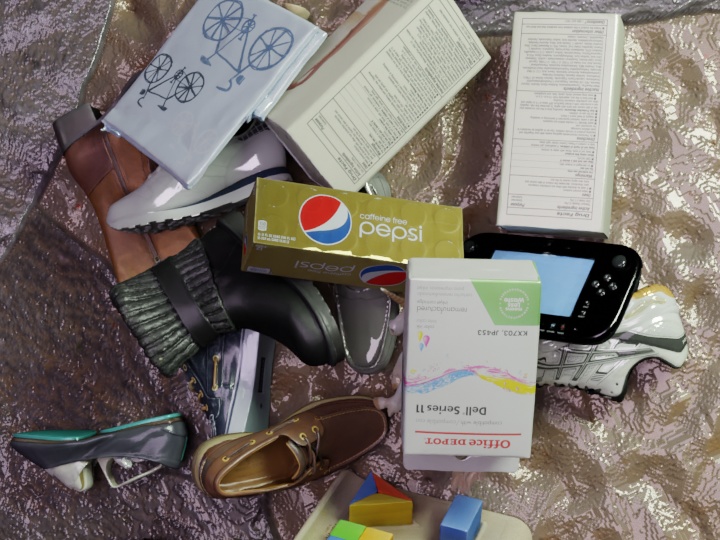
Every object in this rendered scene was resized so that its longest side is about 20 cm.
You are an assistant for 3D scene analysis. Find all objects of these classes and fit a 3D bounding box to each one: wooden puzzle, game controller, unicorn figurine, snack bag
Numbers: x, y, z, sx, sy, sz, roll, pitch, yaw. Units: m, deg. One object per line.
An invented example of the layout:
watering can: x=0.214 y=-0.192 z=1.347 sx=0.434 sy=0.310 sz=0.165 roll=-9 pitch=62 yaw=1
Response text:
wooden puzzle: x=0.046 y=0.249 z=1.203 sx=0.197 sy=0.185 sz=0.047 roll=16 pitch=117 yaw=15
game controller: x=0.160 y=0.016 z=1.213 sx=0.198 sy=0.042 sz=0.105 roll=6 pitch=49 yaw=40
unicorn figurine: x=0.069 y=0.105 z=1.240 sx=0.200 sy=0.074 sz=0.137 roll=44 pitch=131 yaw=-1
snack bag: x=-0.145 y=-0.181 z=1.270 sx=0.201 sy=0.021 sz=0.188 roll=-52 pitch=46 yaw=-4

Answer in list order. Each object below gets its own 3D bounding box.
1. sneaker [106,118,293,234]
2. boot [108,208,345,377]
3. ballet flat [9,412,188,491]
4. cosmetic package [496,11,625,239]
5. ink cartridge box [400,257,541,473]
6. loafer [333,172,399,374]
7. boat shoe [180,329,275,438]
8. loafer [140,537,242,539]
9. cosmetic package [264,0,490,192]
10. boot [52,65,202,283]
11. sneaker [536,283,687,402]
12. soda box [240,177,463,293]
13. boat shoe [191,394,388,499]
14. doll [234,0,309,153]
sneaker: x=-0.164 y=-0.091 z=1.309 sx=0.197 sy=0.076 sz=0.082 roll=-18 pitch=89 yaw=12
boot: x=-0.127 y=0.052 z=1.252 sx=0.157 sy=0.080 sz=0.211 roll=-36 pitch=55 yaw=-17
ballet flat: x=-0.270 y=0.191 z=1.361 sx=0.197 sy=0.073 sz=0.074 roll=-8 pitch=84 yaw=14
cosmetic package: x=0.189 y=-0.135 z=1.241 sx=0.102 sy=0.073 sz=0.203 roll=5 pitch=88 yaw=17
ink cartridge box: x=0.094 y=0.095 z=1.152 sx=0.115 sy=0.067 sz=0.203 roll=1 pitch=106 yaw=0
loafer: x=0.000 y=0.000 z=1.290 sx=0.069 sy=0.070 sz=0.203 roll=-5 pitch=85 yaw=16
boat shoe: x=-0.141 y=0.121 z=1.329 sx=0.090 sy=0.071 sz=0.203 roll=5 pitch=81 yaw=17
loafer: x=-0.140 y=0.294 z=1.315 sx=0.197 sy=0.072 sz=0.064 roll=-7 pitch=78 yaw=18
cosmetic package: x=0.011 y=-0.176 z=1.249 sx=0.200 sy=0.104 sz=0.087 roll=-44 pitch=33 yaw=-6
boot: x=-0.203 y=-0.099 z=1.363 sx=0.186 sy=0.068 sz=0.202 roll=-26 pitch=85 yaw=1
sneaker: x=0.206 y=0.088 z=1.221 sx=0.198 sy=0.076 sz=0.089 roll=-24 pitch=84 yaw=16
soda box: x=-0.007 y=-0.029 z=1.214 sx=0.197 sy=0.064 sz=0.069 roll=8 pitch=63 yaw=-13
boat shoe: x=-0.060 y=0.175 z=1.259 sx=0.198 sy=0.067 sz=0.073 roll=-16 pitch=102 yaw=-18
doll: x=-0.101 y=-0.170 z=1.342 sx=0.134 sy=0.048 sz=0.203 roll=13 pitch=92 yaw=-5
